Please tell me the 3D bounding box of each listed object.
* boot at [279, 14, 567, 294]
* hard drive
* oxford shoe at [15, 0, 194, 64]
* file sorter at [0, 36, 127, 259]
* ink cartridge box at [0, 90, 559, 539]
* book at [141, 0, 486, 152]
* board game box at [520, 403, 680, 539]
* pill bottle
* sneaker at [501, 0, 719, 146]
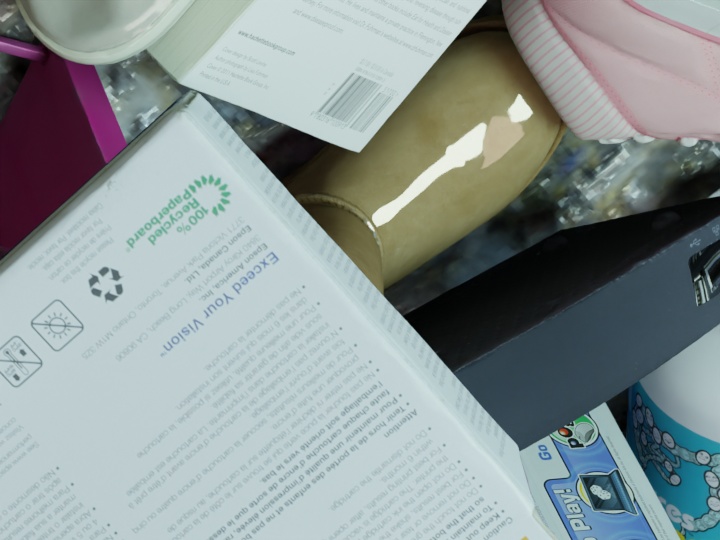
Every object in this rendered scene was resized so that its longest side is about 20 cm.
[{"bbox_3d":[0.000,0.000,0.963,0.175,0.200,0.066,-41,100,13],"label":"boot"},{"bbox_3d":[0.044,0.032,1.024,0.200,0.135,0.042,-29,99,-34],"label":"hard drive"},{"bbox_3d":[-0.052,-0.153,0.817,0.201,0.075,0.058,-64,166,11],"label":"oxford shoe"},{"bbox_3d":[-0.170,0.027,0.955,0.125,0.139,0.200,13,122,-31],"label":"file sorter"},{"bbox_3d":[-0.056,0.084,0.862,0.196,0.043,0.200,-40,97,14],"label":"ink cartridge box"},{"bbox_3d":[0.029,-0.128,0.887,0.200,0.048,0.134,-50,156,10],"label":"book"},{"bbox_3d":[0.015,0.107,1.065,0.195,0.200,0.056,-3,131,-22],"label":"board game box"},{"bbox_3d":[0.160,0.061,1.151,0.110,0.111,0.201,-13,132,-13],"label":"pill bottle"},{"bbox_3d":[0.138,-0.073,1.002,0.200,0.076,0.105,25,152,-22],"label":"sneaker"}]
